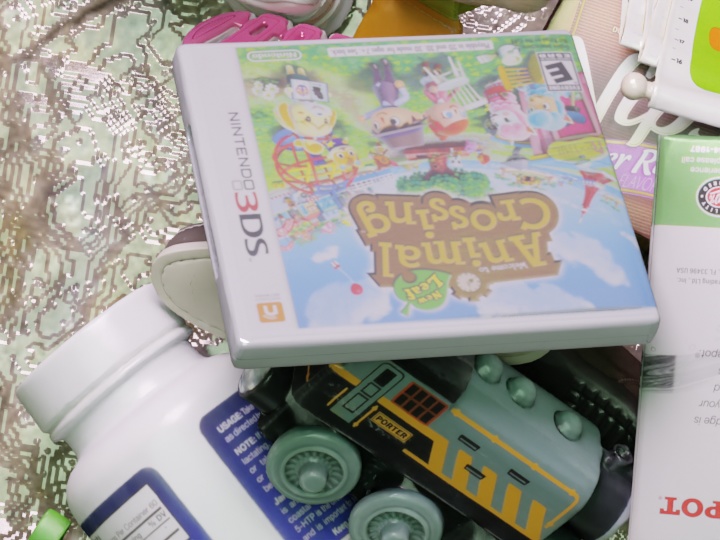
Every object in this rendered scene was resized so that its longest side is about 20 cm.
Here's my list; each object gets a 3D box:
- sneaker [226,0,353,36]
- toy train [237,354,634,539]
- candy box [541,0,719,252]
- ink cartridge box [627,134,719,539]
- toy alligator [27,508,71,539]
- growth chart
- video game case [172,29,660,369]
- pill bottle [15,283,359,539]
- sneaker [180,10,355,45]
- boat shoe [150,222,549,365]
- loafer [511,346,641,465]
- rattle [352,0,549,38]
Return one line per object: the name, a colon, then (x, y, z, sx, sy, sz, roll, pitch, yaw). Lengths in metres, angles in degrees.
sneaker: (-0.087, -0.194, 1.499, 0.199, 0.099, 0.078, 33, 88, 3)
toy train: (0.040, 0.084, 1.418, 0.200, 0.085, 0.114, 36, 124, -21)
candy box: (0.173, -0.062, 1.506, 0.199, 0.056, 0.117, 29, 87, 2)
ink cartridge box: (0.212, 0.041, 1.411, 0.145, 0.084, 0.201, 4, 86, 21)
toy alligator: (-0.197, 0.205, 1.504, 0.059, 0.054, 0.201, 31, 97, 6)
growth chart: (0.193, -0.151, 1.492, 0.144, 0.018, 0.201, 7, 63, -9)
video game case: (0.023, -0.037, 1.384, 0.199, 0.022, 0.183, -3, 52, -14)
pill bottle: (-0.075, 0.111, 1.471, 0.120, 0.120, 0.200, -38, 86, -1)
sneaker: (0.003, -0.062, 1.479, 0.199, 0.088, 0.074, 18, 45, 13)
boat shoe: (0.000, 0.000, 1.441, 0.199, 0.072, 0.060, 5, 48, 10)
loafer: (0.080, 0.035, 1.505, 0.200, 0.071, 0.073, 44, 122, 13)
rattle: (0.059, -0.189, 1.533, 0.129, 0.143, 0.201, -1, 51, 8)
